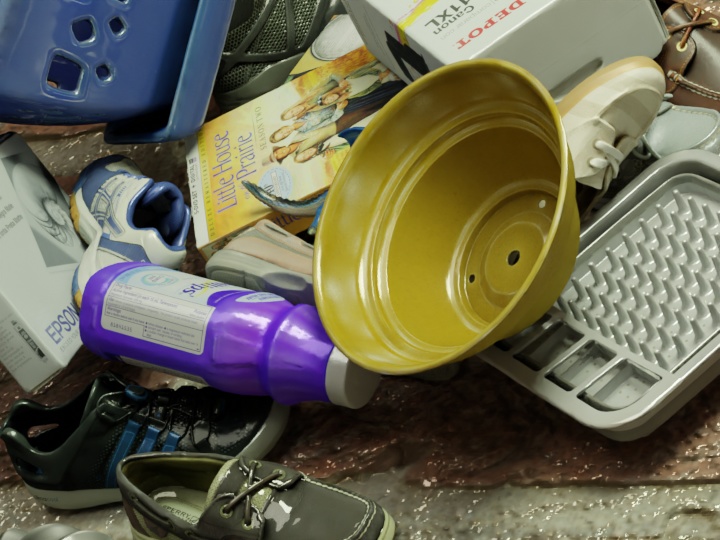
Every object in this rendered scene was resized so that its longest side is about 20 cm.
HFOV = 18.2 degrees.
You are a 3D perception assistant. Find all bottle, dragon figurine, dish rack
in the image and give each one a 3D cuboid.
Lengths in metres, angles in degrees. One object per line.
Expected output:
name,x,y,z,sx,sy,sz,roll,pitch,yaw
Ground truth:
bottle,-0.082,0.043,1.437,0.200,0.065,0.084,13,10,30
dragon figurine,0.013,-0.059,1.491,0.200,0.059,0.100,22,91,46
dish rack,0.180,0.019,1.354,0.200,0.044,0.172,-41,34,-12

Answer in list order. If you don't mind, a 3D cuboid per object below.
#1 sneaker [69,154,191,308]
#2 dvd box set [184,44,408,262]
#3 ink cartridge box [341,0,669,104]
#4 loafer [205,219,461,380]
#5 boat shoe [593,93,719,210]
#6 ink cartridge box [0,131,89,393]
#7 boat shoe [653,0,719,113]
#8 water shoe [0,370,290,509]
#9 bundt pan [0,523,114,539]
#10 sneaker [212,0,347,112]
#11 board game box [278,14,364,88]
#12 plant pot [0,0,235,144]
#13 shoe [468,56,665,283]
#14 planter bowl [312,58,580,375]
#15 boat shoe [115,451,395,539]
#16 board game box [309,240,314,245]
sneaker,-0.153,-0.034,1.600,0.088,0.075,0.200,-46,29,20
dvd box set,-0.029,-0.092,1.605,0.200,0.029,0.146,-25,37,11
ink cartridge box,0.091,-0.181,1.527,0.146,0.083,0.200,-35,37,-7
loafer,-0.009,0.011,1.462,0.200,0.072,0.063,18,56,32
boat shoe,0.155,-0.085,1.488,0.202,0.065,0.074,4,47,41
ink cartridge box,-0.253,-0.031,1.562,0.041,0.200,0.200,-37,9,17
boat shoe,0.215,-0.147,1.518,0.070,0.070,0.200,-37,35,-19
water shoe,-0.145,0.104,1.465,0.200,0.079,0.072,-16,37,21
bundt pan,-0.209,0.232,1.357,0.202,0.076,0.202,-20,36,15
sneaker,-0.055,-0.224,1.787,0.199,0.114,0.076,-37,36,-13
board game box,-0.010,-0.118,1.685,0.135,0.035,0.200,3,47,40
plant pot,-0.200,-0.195,1.671,0.200,0.180,0.200,4,79,68
shoe,0.129,-0.049,1.422,0.200,0.070,0.053,-50,52,21
planter bowl,0.070,-0.019,1.352,0.200,0.083,0.201,-24,53,36
boat shoe,-0.072,0.146,1.367,0.201,0.066,0.072,2,46,40
board game box,0.000,0.000,1.539,0.200,0.023,0.105,-37,32,-9
